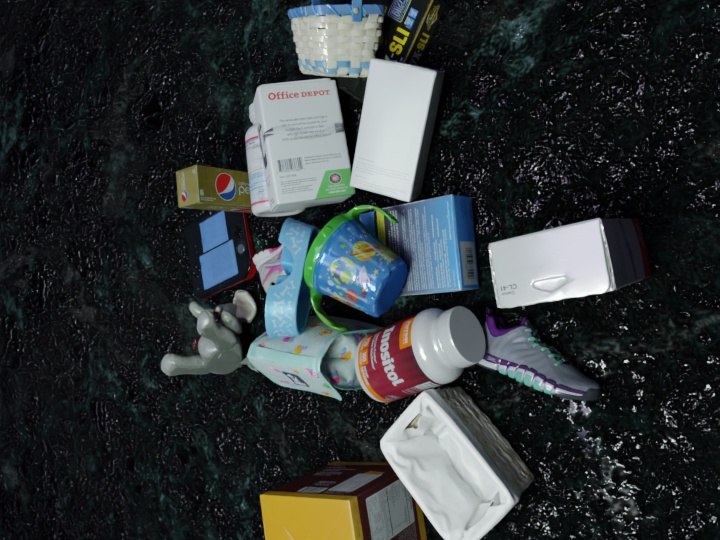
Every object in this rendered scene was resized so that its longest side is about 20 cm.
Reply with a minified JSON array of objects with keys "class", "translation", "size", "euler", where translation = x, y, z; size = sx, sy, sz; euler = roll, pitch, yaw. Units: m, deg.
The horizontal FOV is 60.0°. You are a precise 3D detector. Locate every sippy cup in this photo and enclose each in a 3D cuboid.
[{"class":"sippy cup","translation":[0.000,0.000,0.983],"size":[0.129,0.139,0.181],"euler":[30,135,24]}]

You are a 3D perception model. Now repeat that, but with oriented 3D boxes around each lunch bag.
[{"class":"lunch bag","translation":[-0.072,0.145,1.064],"size":[0.167,0.198,0.126],"euler":[6,95,35]}]

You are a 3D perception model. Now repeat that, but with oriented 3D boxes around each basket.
[{"class":"basket","translation":[-0.041,-0.415,0.987],"size":[0.176,0.136,0.205],"euler":[-141,43,-57]},{"class":"basket","translation":[0.149,0.290,0.948],"size":[0.201,0.122,0.137],"euler":[49,117,24]}]

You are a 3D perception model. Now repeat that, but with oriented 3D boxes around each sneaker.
[{"class":"sneaker","translation":[-0.118,-0.014,1.151],"size":[0.198,0.080,0.090],"euler":[-30,69,42]},{"class":"sneaker","translation":[0.253,0.119,0.897],"size":[0.197,0.074,0.090],"euler":[17,97,36]}]

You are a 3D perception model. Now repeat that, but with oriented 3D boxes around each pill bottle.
[{"class":"pill bottle","translation":[-0.161,-0.210,1.177],"size":[0.107,0.108,0.206],"euler":[-7,87,36]},{"class":"pill bottle","translation":[0.090,0.127,0.963],"size":[0.198,0.111,0.116],"euler":[-29,74,42]}]

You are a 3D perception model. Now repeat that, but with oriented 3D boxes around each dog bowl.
[{"class":"dog bowl","translation":[-0.107,0.013,1.018],"size":[0.048,0.112,0.205],"euler":[5,68,9]}]

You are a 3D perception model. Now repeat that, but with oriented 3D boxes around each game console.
[{"class":"game console","translation":[-0.305,-0.046,1.340],"size":[0.197,0.031,0.182],"euler":[-21,79,35]}]

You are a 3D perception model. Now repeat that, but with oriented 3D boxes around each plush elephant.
[{"class":"plush elephant","translation":[-0.289,0.120,1.266],"size":[0.166,0.197,0.156],"euler":[-51,41,24]}]

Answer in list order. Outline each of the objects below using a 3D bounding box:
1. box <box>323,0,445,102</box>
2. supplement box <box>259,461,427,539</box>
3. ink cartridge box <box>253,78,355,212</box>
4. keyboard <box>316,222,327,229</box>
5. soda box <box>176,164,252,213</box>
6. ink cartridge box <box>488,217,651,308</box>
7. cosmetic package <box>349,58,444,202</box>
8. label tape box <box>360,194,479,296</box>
[{"class":"box","translation":[0.035,-0.390,1.061],"size":[0.159,0.049,0.203],"euler":[38,113,28]},{"class":"supplement box","translation":[-0.025,0.413,1.036],"size":[0.194,0.198,0.137],"euler":[-12,85,36]},{"class":"ink cartridge box","translation":[-0.101,-0.218,1.094],"size":[0.084,0.142,0.206],"euler":[165,96,-73]},{"class":"keyboard","translation":[-0.072,-0.019,1.171],"size":[0.197,0.020,0.131],"euler":[-18,75,37]},{"class":"soda box","translation":[-0.251,-0.152,1.189],"size":[0.063,0.198,0.070],"euler":[-8,87,36]},{"class":"ink cartridge box","translation":[0.271,-0.011,0.797],"size":[0.145,0.198,0.088],"euler":[-13,84,35]},{"class":"cosmetic package","translation":[0.058,-0.225,0.997],"size":[0.110,0.081,0.205],"euler":[17,108,14]},{"class":"label tape box","translation":[0.091,-0.034,1.019],"size":[0.197,0.065,0.148],"euler":[-7,87,43]}]
